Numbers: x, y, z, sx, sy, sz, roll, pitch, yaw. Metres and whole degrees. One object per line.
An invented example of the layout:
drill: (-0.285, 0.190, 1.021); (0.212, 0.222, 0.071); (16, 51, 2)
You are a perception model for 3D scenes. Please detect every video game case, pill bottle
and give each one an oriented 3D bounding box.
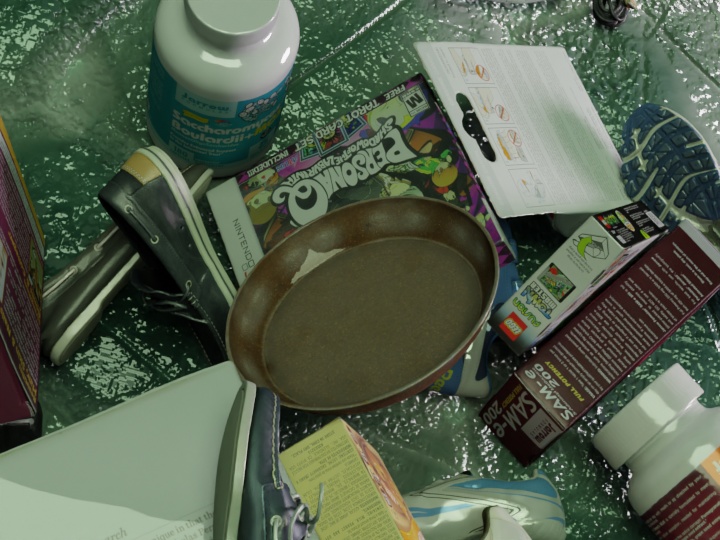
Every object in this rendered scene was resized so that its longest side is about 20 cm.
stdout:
video game case: (-0.005, -0.034, 1.257); (0.199, 0.036, 0.182); (-28, 54, 7)
pill bottle: (-0.107, -0.160, 1.274); (0.110, 0.200, 0.112); (3, 67, -8)
pill bottle: (0.273, 0.175, 1.253); (0.109, 0.110, 0.200); (-36, 78, -21)

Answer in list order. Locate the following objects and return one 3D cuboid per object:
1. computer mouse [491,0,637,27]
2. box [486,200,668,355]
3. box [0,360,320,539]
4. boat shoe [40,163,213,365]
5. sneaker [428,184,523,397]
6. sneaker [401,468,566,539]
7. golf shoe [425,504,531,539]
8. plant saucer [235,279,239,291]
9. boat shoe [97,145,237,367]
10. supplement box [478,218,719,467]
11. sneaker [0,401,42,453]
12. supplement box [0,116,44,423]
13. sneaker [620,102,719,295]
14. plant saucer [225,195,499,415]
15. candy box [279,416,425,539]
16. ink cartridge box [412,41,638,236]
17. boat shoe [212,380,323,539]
computer mouse: (0.147, -0.269, 1.453); (0.198, 0.044, 0.111); (2, 72, -16)
box: (0.167, 0.002, 1.244); (0.035, 0.200, 0.110); (47, 107, 9)
box: (-0.149, 0.199, 1.118); (0.199, 0.199, 0.172); (-23, 73, -20)
boat shoe: (-0.191, -0.019, 1.273); (0.057, 0.067, 0.200); (38, 70, 2)
sneaker: (0.094, 0.011, 1.313); (0.082, 0.074, 0.201); (25, 71, -4)
sneaker: (0.053, 0.188, 1.238); (0.198, 0.072, 0.073); (-4, 42, -8)
golf shoe: (0.039, 0.241, 1.183); (0.199, 0.078, 0.098); (-28, 88, -7)
plant saucer: (0.000, 0.000, 1.278); (0.199, 0.037, 0.202); (-12, 57, 19)
boat shoe: (-0.136, 0.006, 1.228); (0.062, 0.074, 0.201); (-35, 121, -23)
supplement box: (0.190, 0.057, 1.288); (0.200, 0.109, 0.061); (-40, 80, -23)
sneaker: (-0.329, 0.095, 1.198); (0.198, 0.081, 0.087); (2, 56, -15)
supplement box: (-0.289, 0.000, 1.164); (0.102, 0.132, 0.201); (-11, 39, 0)
sneaker: (0.284, -0.051, 1.366); (0.077, 0.085, 0.201); (-34, 89, 22)
plant saucer: (0.004, 0.029, 1.148); (0.199, 0.035, 0.201); (-13, 42, 12)
candy box: (0.023, 0.206, 1.099); (0.055, 0.115, 0.201); (-31, 68, 3)
ink cartridge box: (0.127, -0.103, 1.326); (0.199, 0.050, 0.163); (-7, 66, -45)
boat shoe: (-0.057, 0.167, 1.000); (0.061, 0.075, 0.202); (5, 67, -9)
